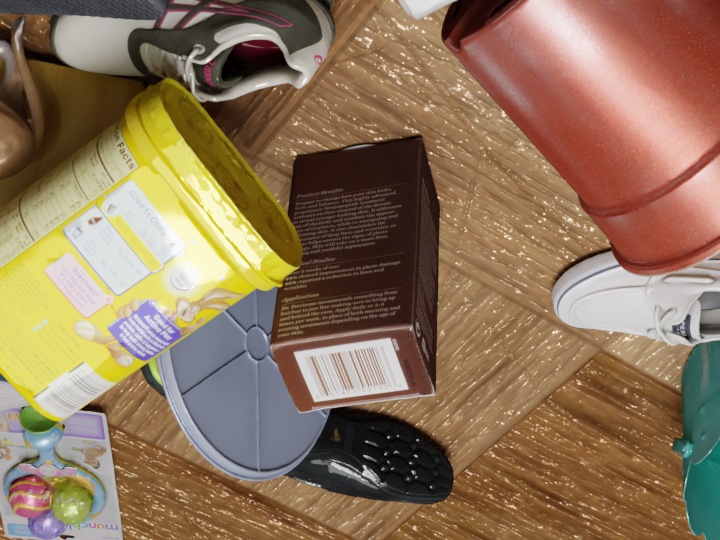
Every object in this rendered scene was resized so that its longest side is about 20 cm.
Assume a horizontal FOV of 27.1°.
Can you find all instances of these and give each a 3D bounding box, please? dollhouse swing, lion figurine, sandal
[{"bbox_3d":[-0.240,-0.054,1.129,0.200,0.176,0.182,10,173,-5],"label":"dollhouse swing"},{"bbox_3d":[-0.279,-0.071,1.010,0.200,0.072,0.123,-35,82,7],"label":"lion figurine"},{"bbox_3d":[-0.215,-0.198,0.978,0.200,0.043,0.076,9,170,14],"label":"sandal"}]

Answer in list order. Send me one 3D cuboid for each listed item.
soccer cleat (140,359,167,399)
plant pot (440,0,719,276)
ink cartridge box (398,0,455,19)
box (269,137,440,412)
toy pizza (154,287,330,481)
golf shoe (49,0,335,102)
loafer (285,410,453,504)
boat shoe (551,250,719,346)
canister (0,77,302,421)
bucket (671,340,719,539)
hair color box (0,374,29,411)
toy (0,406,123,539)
[{"bbox_3d":[-0.123,0.082,1.167,0.081,0.068,0.200,-12,168,24],"label":"soccer cleat"},{"bbox_3d":[0.169,-0.135,0.931,0.195,0.201,0.201,41,123,-18],"label":"plant pot"},{"bbox_3d":[0.097,-0.248,0.852,0.200,0.144,0.084,-24,124,23],"label":"ink cartridge box"},{"bbox_3d":[0.000,0.000,1.046,0.100,0.200,0.075,-8,133,13],"label":"box"},{"bbox_3d":[-0.088,0.057,1.112,0.032,0.200,0.200,-11,132,35],"label":"toy pizza"},{"bbox_3d":[-0.117,-0.155,0.994,0.200,0.088,0.077,-4,133,10],"label":"golf shoe"},{"bbox_3d":[-0.016,0.158,1.286,0.200,0.068,0.070,19,151,-16],"label":"loafer"},{"bbox_3d":[0.246,0.023,1.137,0.200,0.065,0.074,-9,131,12],"label":"boat shoe"},{"bbox_3d":[-0.161,-0.009,0.976,0.200,0.087,0.149,-34,108,13],"label":"canister"},{"bbox_3d":[0.348,0.133,1.181,0.207,0.135,0.207,3,131,3],"label":"bucket"},{"bbox_3d":[-0.317,0.067,1.156,0.100,0.061,0.200,-12,166,17],"label":"hair color box"},{"bbox_3d":[-0.282,0.200,1.351,0.115,0.047,0.200,5,132,2],"label":"toy"}]
